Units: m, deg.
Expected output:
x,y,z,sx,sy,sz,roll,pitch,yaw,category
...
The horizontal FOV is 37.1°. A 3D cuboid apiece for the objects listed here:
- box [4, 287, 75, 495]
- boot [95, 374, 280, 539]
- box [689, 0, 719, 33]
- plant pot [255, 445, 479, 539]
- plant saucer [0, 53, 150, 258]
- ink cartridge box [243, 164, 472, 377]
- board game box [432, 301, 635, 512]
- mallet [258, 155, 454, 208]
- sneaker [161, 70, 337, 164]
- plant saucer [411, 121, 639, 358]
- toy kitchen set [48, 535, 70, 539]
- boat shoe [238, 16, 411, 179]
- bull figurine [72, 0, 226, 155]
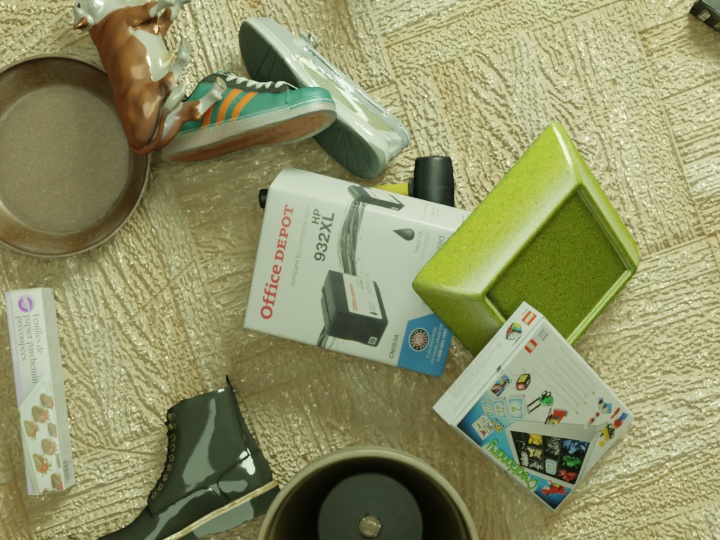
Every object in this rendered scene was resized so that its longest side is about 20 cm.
x,y,z,sx,sy,sz,roll,pitch,yaw,category
-0.319,0.119,1.069,0.038,0.041,0.203,-7,89,1,box
-0.191,0.202,1.054,0.198,0.077,0.140,-21,84,-12,boot
0.445,-0.299,1.056,0.157,0.048,0.201,34,90,3,box
0.007,0.255,0.991,0.197,0.174,0.203,0,88,1,plant pot
-0.304,-0.113,1.077,0.197,0.037,0.204,0,89,2,plant saucer
0.000,0.000,1.024,0.197,0.084,0.147,14,108,2,ink cartridge box
0.167,0.133,1.000,0.126,0.035,0.200,-48,129,-1,board game box
-0.002,-0.067,1.071,0.197,0.041,0.067,-10,90,6,mallet
-0.113,-0.159,1.028,0.198,0.071,0.081,-9,80,29,sneaker
0.171,0.003,0.991,0.200,0.048,0.200,-48,130,-5,plant saucer
-0.337,0.406,1.048,0.161,0.182,0.202,-13,49,-2,toy kitchen set
-0.039,-0.177,1.056,0.202,0.075,0.065,42,56,10,boat shoe
-0.207,-0.210,1.028,0.121,0.065,0.202,-31,70,24,bull figurine
